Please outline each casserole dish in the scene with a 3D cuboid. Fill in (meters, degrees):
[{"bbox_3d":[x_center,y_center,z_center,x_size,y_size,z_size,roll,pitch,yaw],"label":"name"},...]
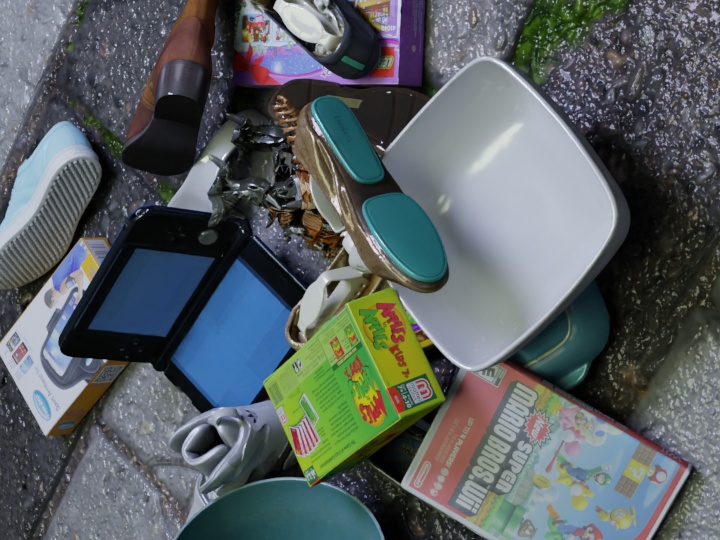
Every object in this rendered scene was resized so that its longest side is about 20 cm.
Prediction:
[{"bbox_3d":[0.125,0.008,1.488,0.121,0.039,0.201,-33,71,31],"label":"casserole dish"}]

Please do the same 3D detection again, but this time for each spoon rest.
[{"bbox_3d":[-0.145,-0.059,1.718,0.099,0.060,0.201,37,112,32],"label":"spoon rest"}]

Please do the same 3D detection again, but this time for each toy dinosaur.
[{"bbox_3d":[-0.055,-0.085,1.577,0.135,0.102,0.201,12,128,15],"label":"toy dinosaur"}]

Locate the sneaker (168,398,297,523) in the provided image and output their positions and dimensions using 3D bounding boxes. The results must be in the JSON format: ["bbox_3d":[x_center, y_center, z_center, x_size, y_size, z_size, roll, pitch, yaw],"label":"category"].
[{"bbox_3d":[-0.136,0.194,1.676,0.075,0.114,0.200,51,119,32],"label":"sneaker"}]

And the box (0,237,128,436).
[{"bbox_3d":[-0.298,0.076,1.856,0.200,0.041,0.119,-48,63,26],"label":"box"}]

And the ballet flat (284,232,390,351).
[{"bbox_3d":[0.000,0.000,1.566,0.071,0.065,0.201,46,113,35],"label":"ballet flat"}]

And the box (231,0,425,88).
[{"bbox_3d":[-0.030,-0.235,1.638,0.199,0.039,0.138,5,93,38],"label":"box"}]

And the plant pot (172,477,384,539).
[{"bbox_3d":[-0.066,0.303,1.599,0.199,0.200,0.135,27,145,35],"label":"plant pot"}]

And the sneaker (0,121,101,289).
[{"bbox_3d":[-0.332,-0.068,1.871,0.200,0.074,0.082,-49,44,25],"label":"sneaker"}]

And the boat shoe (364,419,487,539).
[{"bbox_3d":[0.079,0.182,1.545,0.199,0.056,0.069,26,106,36],"label":"boat shoe"}]

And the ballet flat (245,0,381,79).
[{"bbox_3d":[-0.060,-0.241,1.593,0.200,0.073,0.073,47,117,28],"label":"ballet flat"}]

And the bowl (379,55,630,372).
[{"bbox_3d":[0.112,-0.043,1.431,0.200,0.074,0.201,-47,63,25],"label":"bowl"}]

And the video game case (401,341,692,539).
[{"bbox_3d":[0.148,0.166,1.465,0.199,0.017,0.144,30,110,9],"label":"video game case"}]

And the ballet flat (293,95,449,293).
[{"bbox_3d":[0.002,-0.046,1.433,0.201,0.067,0.072,56,138,24],"label":"ballet flat"}]

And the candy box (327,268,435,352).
[{"bbox_3d":[0.062,0.014,1.576,0.199,0.026,0.103,-24,73,35],"label":"candy box"}]

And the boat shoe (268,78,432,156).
[{"bbox_3d":[0.015,-0.117,1.589,0.199,0.076,0.072,19,61,34],"label":"boat shoe"}]

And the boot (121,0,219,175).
[{"bbox_3d":[-0.170,-0.206,1.698,0.189,0.068,0.201,113,166,-62],"label":"boot"}]

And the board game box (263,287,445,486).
[{"bbox_3d":[-0.009,0.100,1.506,0.102,0.047,0.200,64,150,11],"label":"board game box"}]

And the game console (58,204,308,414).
[{"bbox_3d":[-0.158,0.054,1.666,0.200,0.170,0.119,-55,44,34],"label":"game console"}]
